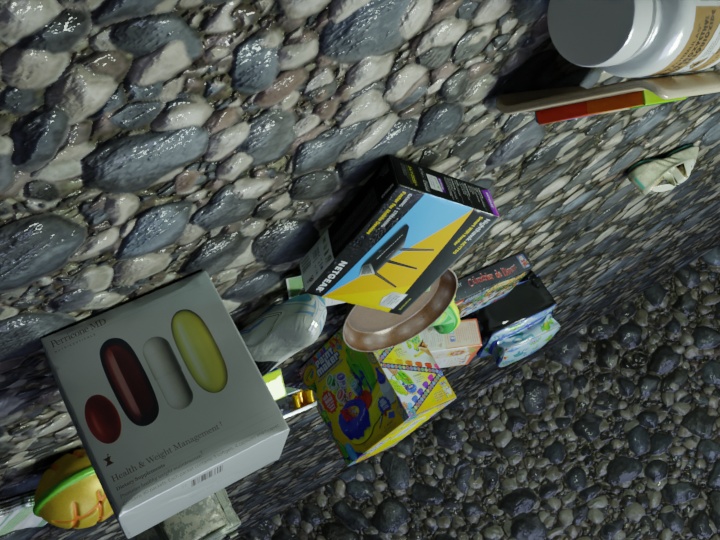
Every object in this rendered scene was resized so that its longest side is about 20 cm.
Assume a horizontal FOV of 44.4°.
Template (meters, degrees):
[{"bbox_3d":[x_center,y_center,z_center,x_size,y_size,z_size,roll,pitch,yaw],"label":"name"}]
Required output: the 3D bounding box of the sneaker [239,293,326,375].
[{"bbox_3d":[-0.122,0.089,1.175,0.199,0.072,0.073,-27,-159,31],"label":"sneaker"}]

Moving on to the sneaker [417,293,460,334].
[{"bbox_3d":[0.121,0.062,1.518,0.083,0.074,0.200,-31,154,-3],"label":"sneaker"}]

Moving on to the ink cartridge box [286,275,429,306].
[{"bbox_3d":[0.000,0.000,1.175,0.198,0.048,0.146,-7,160,-4],"label":"ink cartridge box"}]

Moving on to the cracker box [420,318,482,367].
[{"bbox_3d":[0.117,0.147,1.667,0.199,0.058,0.134,-7,160,-9],"label":"cracker box"}]

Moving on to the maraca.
[{"bbox_3d":[-0.389,0.315,1.294,0.137,0.107,0.200,-38,162,21],"label":"maraca"}]

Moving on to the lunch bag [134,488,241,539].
[{"bbox_3d":[-0.303,0.386,1.501,0.167,0.201,0.139,-35,166,26],"label":"lunch bag"}]

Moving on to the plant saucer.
[{"bbox_3d":[0.056,0.050,1.362,0.199,0.035,0.201,-21,146,-14],"label":"plant saucer"}]

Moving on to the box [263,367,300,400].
[{"bbox_3d":[-0.200,0.176,1.234,0.199,0.048,0.122,-19,-167,-35],"label":"box"}]

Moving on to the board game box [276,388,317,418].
[{"bbox_3d":[-0.198,0.207,1.295,0.199,0.026,0.199,-16,-170,-39],"label":"board game box"}]

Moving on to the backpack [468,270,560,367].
[{"bbox_3d":[0.316,0.118,1.878,0.182,0.148,0.200,-24,165,-13],"label":"backpack"}]

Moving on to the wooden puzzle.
[{"bbox_3d":[0.275,-0.184,0.943,0.184,0.038,0.199,-16,-166,-41],"label":"wooden puzzle"}]

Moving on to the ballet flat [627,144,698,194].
[{"bbox_3d":[0.556,-0.176,1.592,0.199,0.063,0.068,-20,161,-33],"label":"ballet flat"}]

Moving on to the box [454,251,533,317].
[{"bbox_3d":[0.218,0.042,1.677,0.199,0.038,0.137,-22,162,-27],"label":"box"}]

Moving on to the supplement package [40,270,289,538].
[{"bbox_3d":[-0.210,0.144,0.954,0.190,0.201,0.147,-25,162,-21],"label":"supplement package"}]

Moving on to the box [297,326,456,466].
[{"bbox_3d":[0.024,0.195,1.513,0.122,0.193,0.200,-13,156,-43],"label":"box"}]

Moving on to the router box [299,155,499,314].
[{"bbox_3d":[0.042,-0.035,1.031,0.148,0.051,0.200,13,136,-32],"label":"router box"}]

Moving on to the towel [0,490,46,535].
[{"bbox_3d":[-0.551,0.391,1.372,0.149,0.031,0.199,-42,160,31],"label":"towel"}]

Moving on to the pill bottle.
[{"bbox_3d":[0.269,-0.240,0.825,0.199,0.115,0.114,-15,157,-42],"label":"pill bottle"}]
